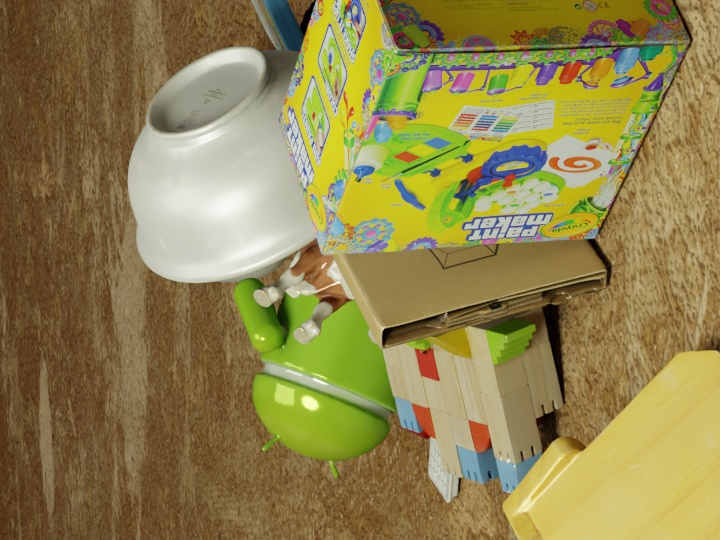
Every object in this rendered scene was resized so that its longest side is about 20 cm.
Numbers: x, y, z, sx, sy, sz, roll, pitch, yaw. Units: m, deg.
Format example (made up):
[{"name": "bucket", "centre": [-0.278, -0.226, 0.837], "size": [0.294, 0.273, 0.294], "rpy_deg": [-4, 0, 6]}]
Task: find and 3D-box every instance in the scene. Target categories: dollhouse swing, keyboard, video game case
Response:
[{"name": "dollhouse swing", "centre": [0.212, 0.184, 1.518], "size": [0.182, 0.175, 0.200], "rpy_deg": [49, -172, -41]}, {"name": "keyboard", "centre": [0.068, 0.076, 1.913], "size": [0.056, 0.011, 0.201], "rpy_deg": [-137, 47, -61]}, {"name": "video game case", "centre": [-0.074, -0.215, 1.940], "size": [0.144, 0.018, 0.200], "rpy_deg": [65, 178, -26]}]

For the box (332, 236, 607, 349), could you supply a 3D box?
[{"name": "box", "centre": [0.057, -0.033, 1.709], "size": [0.200, 0.163, 0.021], "rpy_deg": [-118, 18, -47]}]

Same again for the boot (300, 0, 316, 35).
[{"name": "boot", "centre": [-0.010, -0.107, 1.987], "size": [0.158, 0.079, 0.212], "rpy_deg": [-133, 44, -59]}]

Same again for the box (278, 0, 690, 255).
[{"name": "box", "centre": [0.074, -0.119, 1.595], "size": [0.193, 0.199, 0.122], "rpy_deg": [111, 148, -47]}]

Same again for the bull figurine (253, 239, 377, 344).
[{"name": "bull figurine", "centre": [0.000, 0.000, 1.778], "size": [0.199, 0.121, 0.065], "rpy_deg": [-9, 118, 40]}]

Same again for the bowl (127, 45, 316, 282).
[{"name": "bowl", "centre": [-0.087, -0.092, 1.730], "size": [0.091, 0.201, 0.201], "rpy_deg": [59, 175, -32]}]

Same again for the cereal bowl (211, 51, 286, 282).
[{"name": "cereal bowl", "centre": [-0.085, -0.090, 2.143], "size": [0.200, 0.083, 0.201], "rpy_deg": [-1, -90, -86]}]

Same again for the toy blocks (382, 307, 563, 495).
[{"name": "toy blocks", "centre": [0.081, 0.087, 1.784], "size": [0.200, 0.100, 0.137], "rpy_deg": [14, 121, 58]}]

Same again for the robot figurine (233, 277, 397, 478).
[{"name": "robot figurine", "centre": [-0.012, 0.056, 1.922], "size": [0.115, 0.175, 0.201], "rpy_deg": [12, 80, 55]}]
